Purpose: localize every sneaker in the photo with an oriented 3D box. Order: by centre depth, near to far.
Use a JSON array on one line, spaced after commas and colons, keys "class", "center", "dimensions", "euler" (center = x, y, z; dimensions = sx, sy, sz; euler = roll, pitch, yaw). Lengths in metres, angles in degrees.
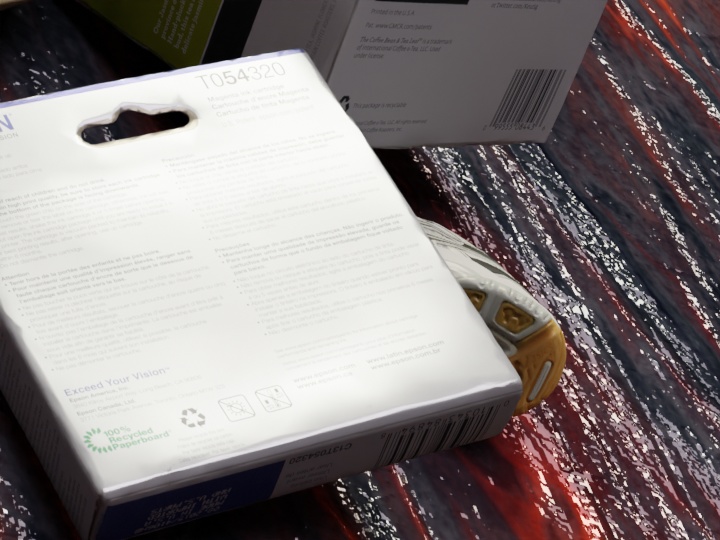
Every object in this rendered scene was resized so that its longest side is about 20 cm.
[{"class": "sneaker", "center": [0.000, 0.000, 1.250], "dimensions": [0.200, 0.076, 0.088], "euler": [34, 9, -7]}]

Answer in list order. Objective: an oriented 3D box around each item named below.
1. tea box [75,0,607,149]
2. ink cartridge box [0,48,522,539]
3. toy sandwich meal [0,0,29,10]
[{"class": "tea box", "center": [-0.012, -0.160, 1.337], "dimensions": [0.197, 0.134, 0.200], "euler": [37, 24, 32]}, {"class": "ink cartridge box", "center": [-0.064, 0.005, 1.119], "dimensions": [0.196, 0.043, 0.200], "euler": [-13, 53, -29]}, {"class": "toy sandwich meal", "center": [-0.209, -0.196, 1.243], "dimensions": [0.204, 0.070, 0.206], "euler": [15, 38, -12]}]
